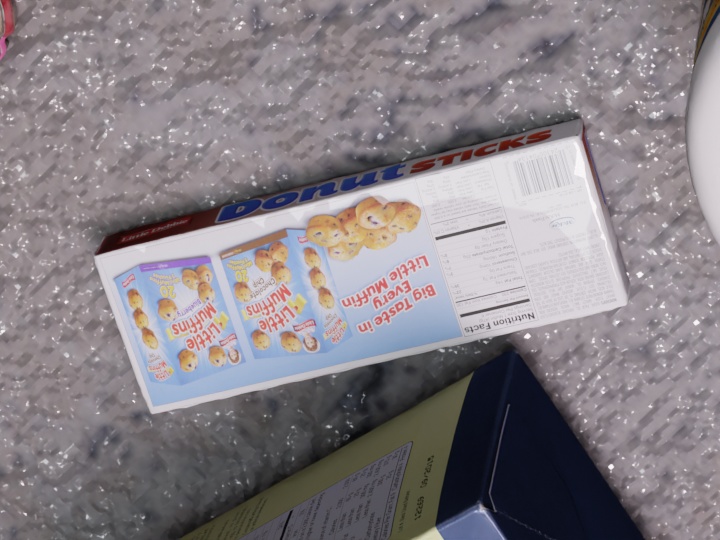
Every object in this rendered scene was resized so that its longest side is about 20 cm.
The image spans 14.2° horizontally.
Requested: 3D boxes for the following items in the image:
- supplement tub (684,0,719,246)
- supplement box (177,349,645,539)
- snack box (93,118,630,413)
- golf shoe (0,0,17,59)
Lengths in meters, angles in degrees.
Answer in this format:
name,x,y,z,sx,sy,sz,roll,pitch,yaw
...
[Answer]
name,x,y,z,sx,sy,sz,roll,pitch,yaw
supplement tub,0.184,-0.073,0.961,0.144,0.200,0.146,3,112,8
supplement box,0.023,0.179,1.102,0.199,0.134,0.201,-30,105,19
snack box,0.000,0.000,1.119,0.199,0.024,0.072,-13,111,15
golf shoe,-0.227,-0.058,1.098,0.199,0.092,0.073,-29,107,21
